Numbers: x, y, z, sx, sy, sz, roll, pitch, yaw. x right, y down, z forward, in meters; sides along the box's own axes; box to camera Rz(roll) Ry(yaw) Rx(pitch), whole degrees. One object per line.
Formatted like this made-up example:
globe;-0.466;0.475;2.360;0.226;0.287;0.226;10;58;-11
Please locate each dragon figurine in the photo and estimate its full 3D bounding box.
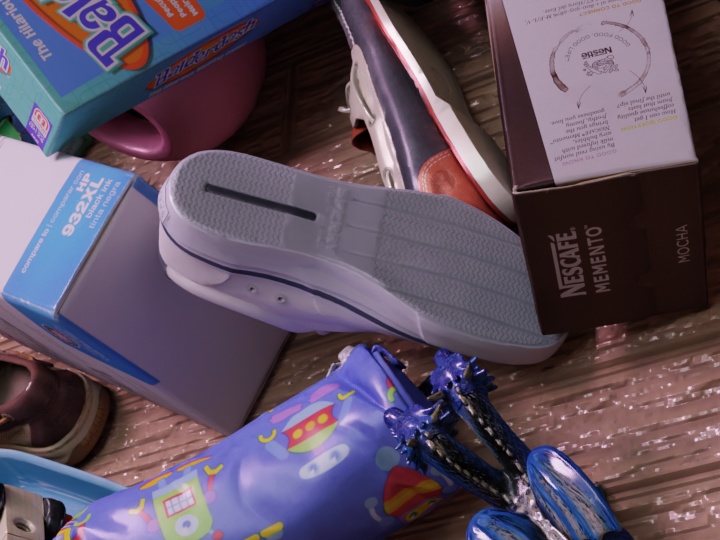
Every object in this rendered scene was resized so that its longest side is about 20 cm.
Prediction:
dragon figurine;0.083;0.111;0.792;0.059;0.099;0.200;-47;44;6

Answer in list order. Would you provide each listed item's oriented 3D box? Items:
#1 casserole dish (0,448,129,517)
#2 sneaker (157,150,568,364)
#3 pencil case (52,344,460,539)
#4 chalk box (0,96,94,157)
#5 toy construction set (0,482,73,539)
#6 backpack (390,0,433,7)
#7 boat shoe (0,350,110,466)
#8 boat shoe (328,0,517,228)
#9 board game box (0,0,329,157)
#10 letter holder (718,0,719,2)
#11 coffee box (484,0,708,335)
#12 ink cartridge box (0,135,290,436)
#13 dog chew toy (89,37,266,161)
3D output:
casserole dish;-0.165;0.164;1.010;0.199;0.039;0.122;10;71;44
sneaker;0.000;0.000;0.907;0.071;0.199;0.073;114;176;-59
pencil case;-0.048;0.108;0.893;0.199;0.078;0.087;-31;64;4
chalk box;-0.256;-0.088;1.183;0.125;0.124;0.200;-51;45;1
toy construction set;-0.194;0.179;0.941;0.132;0.092;0.200;-60;38;21
backpack;0.073;-0.241;1.005;0.200;0.153;0.164;-52;32;23
boat shoe;-0.233;0.069;1.100;0.199;0.072;0.073;4;67;41
boat shoe;0.021;-0.079;0.988;0.062;0.071;0.201;-40;49;16
board game box;-0.124;-0.169;1.001;0.200;0.152;0.045;-34;-9;-32
letter holder;0.166;-0.179;0.832;0.101;0.200;0.142;-45;44;8
coffee box;0.102;-0.087;0.878;0.079;0.113;0.201;-9;54;6
ink cartridge box;-0.152;-0.001;1.024;0.199;0.145;0.084;17;75;44
dog chew toy;-0.095;-0.163;1.104;0.124;0.125;0.201;2;57;40
